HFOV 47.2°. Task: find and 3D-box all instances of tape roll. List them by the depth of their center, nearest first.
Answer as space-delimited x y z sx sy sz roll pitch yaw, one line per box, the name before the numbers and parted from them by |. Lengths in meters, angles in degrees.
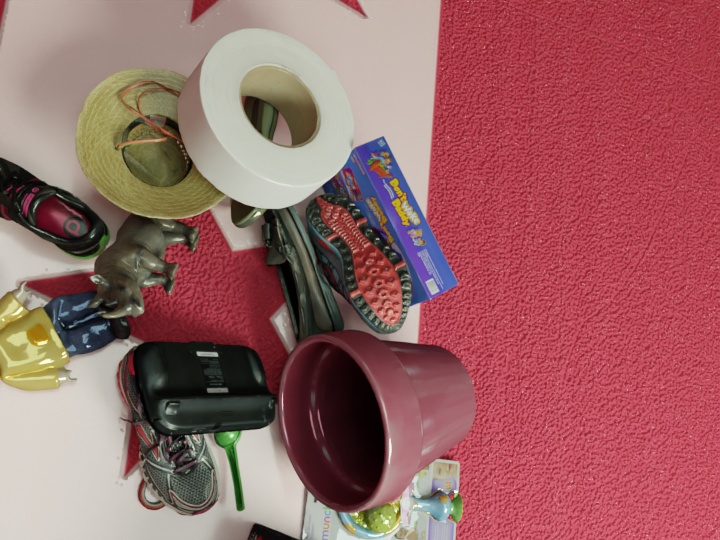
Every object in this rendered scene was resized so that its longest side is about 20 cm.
tape roll | -0.107 -0.177 0.964 0.202 0.071 0.203 13 64 -30

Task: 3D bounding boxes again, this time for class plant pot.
plant pot | 0.030 0.162 0.967 0.179 0.200 0.201 -6 80 -41

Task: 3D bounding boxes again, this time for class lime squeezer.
lime squeezer | -0.162 0.173 0.951 0.038 0.071 0.201 -22 90 -6

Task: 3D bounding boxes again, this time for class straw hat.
straw hat | -0.242 -0.132 0.977 0.200 0.085 0.202 9 63 -19

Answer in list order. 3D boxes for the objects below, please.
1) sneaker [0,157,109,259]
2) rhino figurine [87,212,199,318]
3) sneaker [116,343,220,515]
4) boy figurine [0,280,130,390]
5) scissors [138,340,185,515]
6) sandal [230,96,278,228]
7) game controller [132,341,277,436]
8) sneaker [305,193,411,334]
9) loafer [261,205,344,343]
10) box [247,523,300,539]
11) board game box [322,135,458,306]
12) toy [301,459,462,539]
sneaker | -0.372 -0.082 0.918 0.200 0.084 0.077 24 71 -15
rhino figurine | -0.247 -0.006 0.919 0.087 0.060 0.200 20 35 -4
sneaker | -0.217 0.178 0.914 0.080 0.075 0.200 -25 88 -22
boy figurine | -0.362 0.074 0.902 0.200 0.064 0.125 -21 89 -26
scissors | -0.220 0.182 0.960 0.073 0.014 0.201 2 77 -18
sandal | -0.144 -0.145 1.018 0.057 0.080 0.202 18 62 -40
game controller | -0.168 0.129 0.917 0.200 0.042 0.105 13 45 -58
sneaker | 0.000 0.000 1.016 0.079 0.096 0.200 -22 63 -15
loafer | -0.086 -0.004 1.019 0.063 0.072 0.200 -25 90 -17
box | -0.088 0.388 0.871 0.104 0.182 0.201 26 72 -13
board game box | 0.032 -0.051 1.035 0.045 0.134 0.200 -26 89 -24
toy | 0.035 0.283 1.014 0.199 0.047 0.116 11 74 -19
